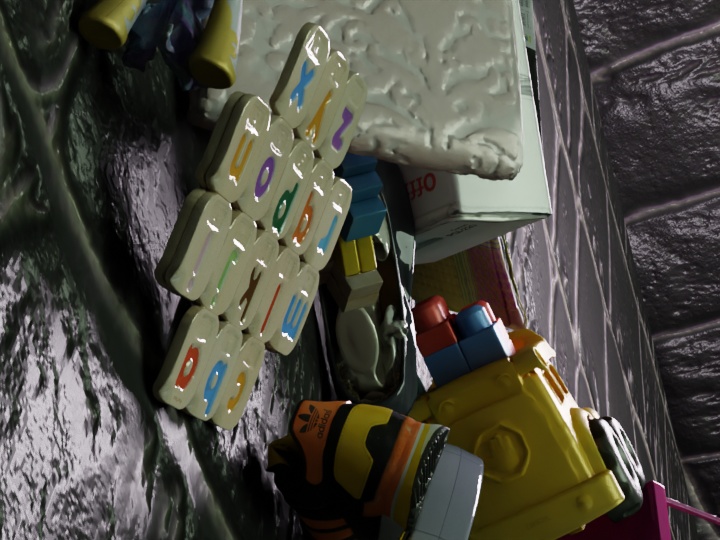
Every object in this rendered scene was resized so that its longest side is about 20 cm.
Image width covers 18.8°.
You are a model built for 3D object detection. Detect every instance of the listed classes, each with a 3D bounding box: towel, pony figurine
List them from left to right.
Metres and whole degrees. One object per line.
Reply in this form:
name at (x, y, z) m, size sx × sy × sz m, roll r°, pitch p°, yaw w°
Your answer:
pony figurine at (-0.073, -0.189, 1.050) m, size 0.193 × 0.166 × 0.200 m, roll 54°, pitch 42°, yaw -47°
towel at (-0.004, -0.150, 1.225) m, size 0.032 × 0.199 × 0.192 m, roll 138°, pitch -46°, yaw -56°
towel at (0.058, -0.053, 1.573) m, size 0.144 × 0.023 × 0.200 m, roll 18°, pitch -52°, yaw 54°

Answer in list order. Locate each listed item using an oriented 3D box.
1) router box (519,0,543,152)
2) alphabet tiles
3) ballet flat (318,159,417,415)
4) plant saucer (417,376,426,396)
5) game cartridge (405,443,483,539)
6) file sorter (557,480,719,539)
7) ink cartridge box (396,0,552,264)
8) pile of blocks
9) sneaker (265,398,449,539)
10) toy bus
router box at (0.084, -0.108, 1.689) m, size 0.149 × 0.051 × 0.200 m, roll 125°, pitch -26°, yaw -44°
alphabet tiles at (-0.049, -0.020, 1.079) m, size 0.200 × 0.015 × 0.196 m, roll 40°, pitch 70°, yaw -72°
ballet flat at (0.000, 0.000, 1.363) m, size 0.073 × 0.073 × 0.201 m, roll 20°, pitch 63°, yaw -76°
plant saucer at (0.034, 0.146, 1.490) m, size 0.200 × 0.027 × 0.201 m, roll -11°, pitch 90°, yaw -78°
game cartridge at (0.033, 0.184, 1.285) m, size 0.200 × 0.040 × 0.134 m, roll -65°, pitch 172°, yaw -69°
file sorter at (0.189, 0.270, 1.603) m, size 0.125 × 0.200 × 0.139 m, roll 25°, pitch 48°, yaw -35°
ink cartridge box at (0.041, -0.113, 1.438) m, size 0.085 × 0.146 × 0.201 m, roll 0°, pitch 77°, yaw -33°
pile of blocks at (-0.032, -0.070, 1.257) m, size 0.082 × 0.062 × 0.201 m, roll -1°, pitch -77°, yaw 62°
sneaker at (-0.011, 0.119, 1.208) m, size 0.200 × 0.090 × 0.070 m, roll 110°, pitch 3°, yaw -65°
toy bus at (0.099, 0.101, 1.510) m, size 0.192 × 0.135 × 0.200 m, roll 64°, pitch 10°, yaw 2°
